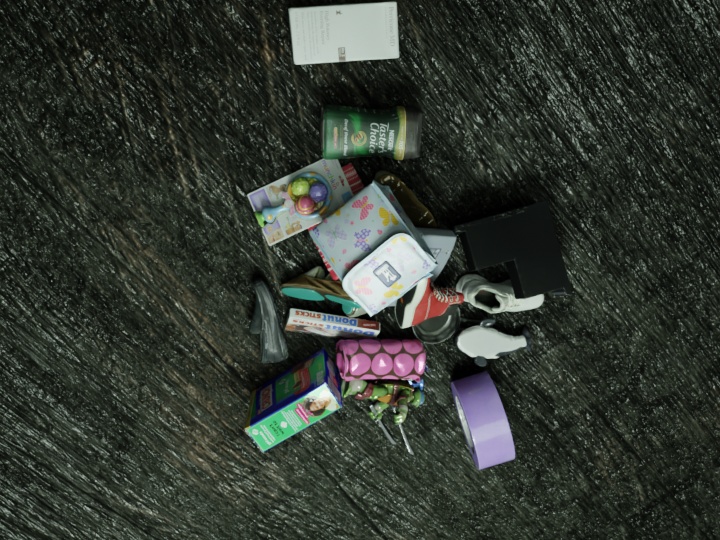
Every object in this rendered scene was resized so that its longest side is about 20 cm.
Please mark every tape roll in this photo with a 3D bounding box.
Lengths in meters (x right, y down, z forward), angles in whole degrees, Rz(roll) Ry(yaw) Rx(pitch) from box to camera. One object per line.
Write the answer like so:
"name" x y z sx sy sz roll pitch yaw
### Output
"tape roll" 0.272 0.335 1.503 0.084 0.200 0.202 -17 112 0

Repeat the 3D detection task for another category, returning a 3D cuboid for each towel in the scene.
"towel" -0.035 -0.097 1.361 0.144 0.022 0.201 -27 86 5

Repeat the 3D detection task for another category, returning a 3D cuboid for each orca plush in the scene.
"orca plush" 0.286 0.150 1.511 0.198 0.071 0.106 -13 103 -21

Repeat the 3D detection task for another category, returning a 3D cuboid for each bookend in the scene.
"bookend" 0.309 -0.020 1.393 0.197 0.092 0.202 -16 88 -2

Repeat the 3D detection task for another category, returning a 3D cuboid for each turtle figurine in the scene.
"turtle figurine" 0.042 0.314 1.499 0.192 0.144 0.202 19 104 -11

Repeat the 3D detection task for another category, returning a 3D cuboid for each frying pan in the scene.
"frying pan" 0.201 0.097 1.496 0.188 0.031 0.116 -16 114 -12

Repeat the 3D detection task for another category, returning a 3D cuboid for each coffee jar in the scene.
"coffee jar" 0.021 -0.269 1.308 0.198 0.085 0.105 -1 111 -7

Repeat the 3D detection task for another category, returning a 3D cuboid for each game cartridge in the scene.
"game cartridge" 0.112 -0.006 1.397 0.132 0.041 0.201 5 130 -35

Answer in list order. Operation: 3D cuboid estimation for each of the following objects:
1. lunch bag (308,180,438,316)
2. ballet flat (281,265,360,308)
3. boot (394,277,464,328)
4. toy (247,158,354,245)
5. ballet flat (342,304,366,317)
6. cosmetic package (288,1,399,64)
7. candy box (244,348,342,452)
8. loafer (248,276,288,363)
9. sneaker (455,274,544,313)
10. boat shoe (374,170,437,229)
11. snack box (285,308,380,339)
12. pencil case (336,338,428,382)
"lunch bag" 0.030 -0.040 1.265 0.169 0.127 0.201 -35 81 16
"ballet flat" -0.072 0.029 1.401 0.068 0.198 0.073 45 58 -53
"boot" 0.153 0.039 1.378 0.143 0.073 0.201 -12 148 -13
"toy" -0.120 -0.143 1.338 0.199 0.047 0.116 -25 87 7
"ballet flat" 0.000 0.000 1.425 0.063 0.067 0.202 -5 109 -35
"cosmetic package" -0.030 -0.441 1.244 0.198 0.074 0.103 -6 112 -3
"candy box" -0.143 0.277 1.448 0.199 0.169 0.077 -32 108 6
"loafer" -0.206 0.111 1.432 0.070 0.068 0.202 -15 115 -11
"sneaker" 0.311 0.064 1.459 0.198 0.100 0.079 4 110 -8
"boat shoe" 0.095 -0.129 1.379 0.074 0.067 0.200 -32 119 9
"snack box" -0.061 0.121 1.456 0.198 0.025 0.072 10 150 -10
"pencil case" 0.044 0.196 1.454 0.198 0.091 0.095 3 97 -17
